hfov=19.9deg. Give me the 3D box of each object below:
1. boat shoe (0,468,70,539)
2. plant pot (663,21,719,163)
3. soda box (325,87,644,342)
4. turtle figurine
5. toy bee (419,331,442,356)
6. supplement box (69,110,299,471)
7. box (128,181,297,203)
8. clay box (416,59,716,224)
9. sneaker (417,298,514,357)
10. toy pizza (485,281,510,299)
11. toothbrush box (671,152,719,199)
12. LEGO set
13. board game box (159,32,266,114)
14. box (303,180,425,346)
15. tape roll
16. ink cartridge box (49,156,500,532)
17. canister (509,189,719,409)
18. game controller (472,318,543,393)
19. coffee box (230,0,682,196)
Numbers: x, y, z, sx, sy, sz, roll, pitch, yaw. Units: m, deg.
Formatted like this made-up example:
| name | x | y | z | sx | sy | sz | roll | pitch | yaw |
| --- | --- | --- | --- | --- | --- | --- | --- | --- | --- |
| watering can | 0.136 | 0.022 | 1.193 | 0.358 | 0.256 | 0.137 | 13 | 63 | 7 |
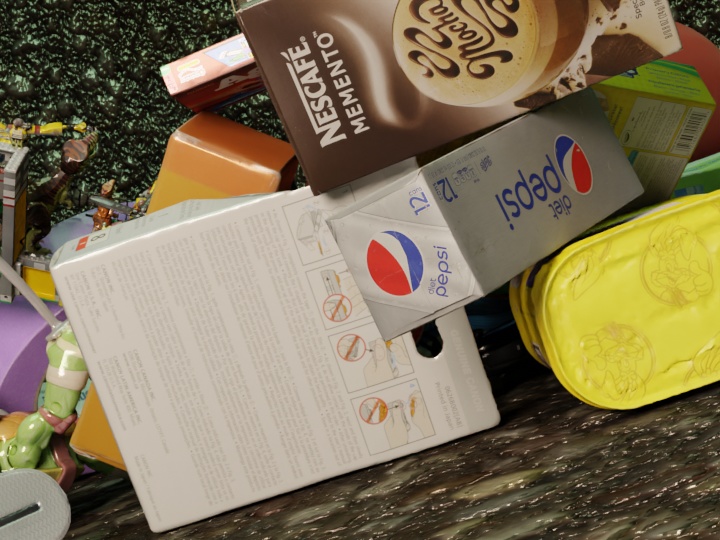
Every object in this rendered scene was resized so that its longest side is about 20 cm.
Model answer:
| name | x | y | z | sx | sy | sz | roll | pitch | yaw |
| --- | --- | --- | --- | --- | --- | --- | --- | --- | --- |
| boat shoe | -0.241 | 0.162 | 1.051 | 0.200 | 0.072 | 0.062 | -16 | -23 | -30 |
| plant pot | 0.155 | -0.093 | 1.445 | 0.200 | 0.201 | 0.177 | -16 | -12 | 30 |
| soda box | 0.067 | -0.032 | 1.022 | 0.063 | 0.068 | 0.200 | -26 | 3 | 34 |
| turtle figurine | -0.192 | 0.069 | 1.259 | 0.194 | 0.200 | 0.144 | 11 | -53 | -46 |
| toy bee | -0.023 | 0.039 | 1.360 | 0.109 | 0.131 | 0.200 | -51 | 1 | 10 |
| supplement box | -0.097 | 0.017 | 1.145 | 0.066 | 0.200 | 0.069 | 22 | 17 | 4 |
| box | -0.098 | 0.012 | 1.603 | 0.148 | 0.105 | 0.200 | -18 | -24 | 2 |
| clay box | 0.086 | -0.075 | 1.155 | 0.199 | 0.115 | 0.048 | 9 | 36 | -20 |
| sneaker | 0.061 | 0.014 | 1.466 | 0.078 | 0.089 | 0.200 | -20 | 4 | -41 |
| toy pizza | 0.068 | -0.043 | 1.308 | 0.200 | 0.200 | 0.032 | -16 | 40 | 35 |
| toothbrush box | 0.279 | -0.044 | 1.299 | 0.145 | 0.086 | 0.200 | -20 | 2 | -25 |
| LEGO set | -0.184 | -0.056 | 1.275 | 0.199 | 0.116 | 0.154 | 16 | 35 | 11 |
| board game box | -0.006 | -0.134 | 1.115 | 0.200 | 0.019 | 0.103 | -22 | -5 | 4 |
| box | 0.000 | 0.000 | 1.197 | 0.095 | 0.100 | 0.200 | 22 | 33 | 4 |
| tape roll | -0.177 | 0.049 | 1.411 | 0.200 | 0.066 | 0.200 | -26 | -36 | -21 |
| ink cartridge box | -0.044 | 0.033 | 1.086 | 0.199 | 0.163 | 0.050 | -18 | 16 | 3 |
| canister | 0.157 | 0.010 | 1.080 | 0.148 | 0.087 | 0.200 | -20 | 2 | -1 |
| game controller | 0.095 | 0.041 | 1.271 | 0.104 | 0.042 | 0.200 | -16 | 4 | 36 |
| coffee box | 0.045 | -0.134 | 1.022 | 0.200 | 0.113 | 0.080 | -22 | 31 | 4 |
